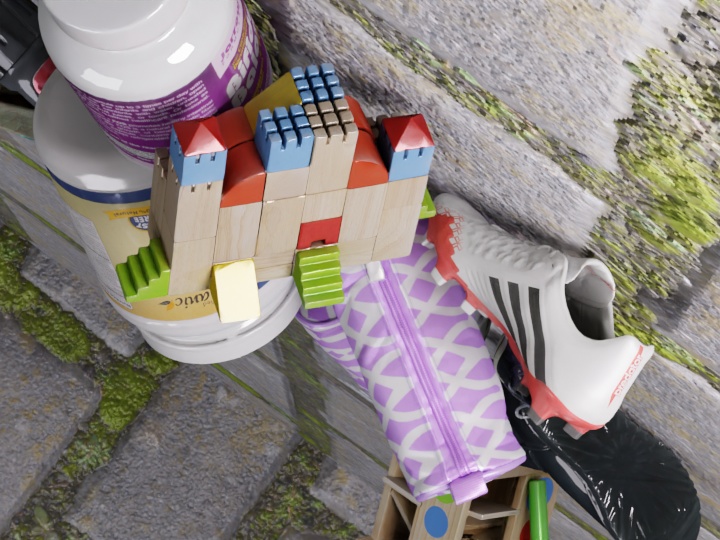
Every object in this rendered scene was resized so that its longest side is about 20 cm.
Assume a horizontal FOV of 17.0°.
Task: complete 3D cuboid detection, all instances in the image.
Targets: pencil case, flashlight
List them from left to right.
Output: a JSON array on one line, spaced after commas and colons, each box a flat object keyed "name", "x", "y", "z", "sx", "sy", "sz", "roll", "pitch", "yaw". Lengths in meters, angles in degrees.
[{"name": "flashlight", "x": -0.184, "y": -0.114, "z": 1.675, "sx": 0.200, "sy": 0.068, "sz": 0.068, "roll": 43, "pitch": 173, "yaw": -11}, {"name": "pencil case", "x": 0.013, "y": 0.049, "z": 1.947, "sx": 0.086, "sy": 0.084, "sz": 0.200, "roll": 59, "pitch": -175, "yaw": 37}, {"name": "pencil case", "x": 0.037, "y": 0.048, "z": 1.532, "sx": 0.086, "sy": 0.084, "sz": 0.201, "roll": 117, "pitch": 129, "yaw": -85}]

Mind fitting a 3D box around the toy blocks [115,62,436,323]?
[{"name": "toy blocks", "x": -0.039, "y": -0.057, "z": 1.375, "sx": 0.137, "sy": 0.199, "sz": 0.100, "roll": 103, "pitch": 152, "yaw": -51}]

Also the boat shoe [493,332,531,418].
[{"name": "boat shoe", "x": 0.127, "y": 0.066, "z": 1.569, "sx": 0.200, "sy": 0.074, "sz": 0.062, "roll": 78, "pitch": 180, "yaw": -73}]

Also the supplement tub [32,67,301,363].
[{"name": "supplement tub", "x": -0.117, "y": -0.048, "z": 1.562, "sx": 0.144, "sy": 0.144, "sz": 0.200, "roll": 29, "pitch": 153, "yaw": 37}]

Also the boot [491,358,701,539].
[{"name": "boot", "x": 0.155, "y": 0.137, "z": 1.841, "sx": 0.200, "sy": 0.076, "sz": 0.168, "roll": 47, "pitch": 164, "yaw": -21}]

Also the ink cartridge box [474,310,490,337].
[{"name": "ink cartridge box", "x": 0.000, "y": 0.000, "z": 1.710, "sx": 0.199, "sy": 0.050, "sz": 0.162, "roll": 21, "pitch": 169, "yaw": 5}]

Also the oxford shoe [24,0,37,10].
[{"name": "oxford shoe", "x": -0.241, "y": -0.154, "z": 1.826, "sx": 0.200, "sy": 0.070, "sz": 0.075, "roll": 40, "pitch": -177, "yaw": -27}]

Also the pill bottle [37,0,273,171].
[{"name": "pill bottle", "x": -0.118, "y": -0.135, "z": 1.360, "sx": 0.112, "sy": 0.112, "sz": 0.200, "roll": 34, "pitch": 171, "yaw": 16}]

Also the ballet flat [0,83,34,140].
[{"name": "ballet flat", "x": -0.254, "y": -0.136, "z": 1.749, "sx": 0.199, "sy": 0.068, "sz": 0.062, "roll": 10, "pitch": 141, "yaw": -24}]

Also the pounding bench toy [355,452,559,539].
[{"name": "pounding bench toy", "x": 0.119, "y": 0.207, "z": 2.058, "sx": 0.124, "sy": 0.156, "sz": 0.200, "roll": -2, "pitch": -157, "yaw": -45}]

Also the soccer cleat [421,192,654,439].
[{"name": "soccer cleat", "x": 0.106, "y": 0.011, "z": 1.434, "sx": 0.069, "sy": 0.085, "sz": 0.200, "roll": 22, "pitch": -153, "yaw": -42}]
